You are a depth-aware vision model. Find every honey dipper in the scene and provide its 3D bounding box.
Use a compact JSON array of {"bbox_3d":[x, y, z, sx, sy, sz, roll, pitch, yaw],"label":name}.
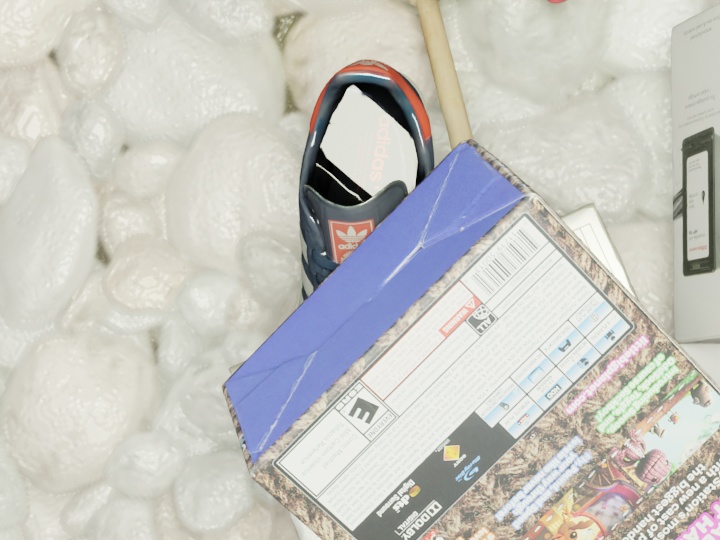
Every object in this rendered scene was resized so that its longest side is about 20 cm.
[{"bbox_3d":[0.049,-0.078,0.854,0.038,0.038,0.201,-12,55,5],"label":"honey dipper"}]

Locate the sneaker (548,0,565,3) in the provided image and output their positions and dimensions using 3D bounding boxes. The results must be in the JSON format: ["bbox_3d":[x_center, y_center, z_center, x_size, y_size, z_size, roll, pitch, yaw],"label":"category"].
[{"bbox_3d":[0.031,-0.184,0.873,0.198,0.078,0.091,8,69,7],"label":"sneaker"}]

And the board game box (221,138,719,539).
[{"bbox_3d":[0.067,0.074,0.743,0.159,0.097,0.200,-44,111,4],"label":"board game box"}]

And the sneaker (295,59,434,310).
[{"bbox_3d":[0.000,0.000,0.790,0.074,0.085,0.202,-4,84,5],"label":"sneaker"}]

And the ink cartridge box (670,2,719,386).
[{"bbox_3d":[0.216,-0.023,0.832,0.115,0.068,0.202,2,84,-18],"label":"ink cartridge box"}]

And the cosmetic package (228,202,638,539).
[{"bbox_3d":[0.047,0.056,0.858,0.199,0.073,0.104,-24,82,4],"label":"cosmetic package"}]
